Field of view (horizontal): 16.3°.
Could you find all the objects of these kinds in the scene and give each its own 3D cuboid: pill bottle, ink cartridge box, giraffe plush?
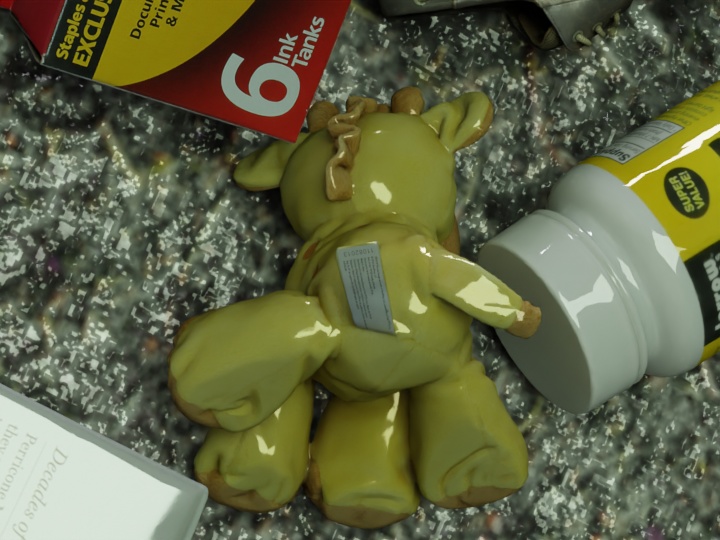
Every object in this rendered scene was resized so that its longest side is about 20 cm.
[{"bbox_3d":[0.163,-0.019,1.232,0.199,0.114,0.115,-31,91,-19],"label":"pill bottle"},{"bbox_3d":[-0.081,-0.183,1.142,0.175,0.084,0.201,15,105,-24],"label":"ink cartridge box"},{"bbox_3d":[0.000,0.000,1.170,0.171,0.201,0.163,6,46,-6],"label":"giraffe plush"}]

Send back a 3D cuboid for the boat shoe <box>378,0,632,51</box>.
[{"bbox_3d":[0.098,-0.145,1.261,0.199,0.074,0.074,4,90,-8],"label":"boat shoe"}]

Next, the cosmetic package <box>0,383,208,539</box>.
[{"bbox_3d":[-0.202,0.128,1.066,0.199,0.167,0.167,28,74,-12],"label":"cosmetic package"}]
